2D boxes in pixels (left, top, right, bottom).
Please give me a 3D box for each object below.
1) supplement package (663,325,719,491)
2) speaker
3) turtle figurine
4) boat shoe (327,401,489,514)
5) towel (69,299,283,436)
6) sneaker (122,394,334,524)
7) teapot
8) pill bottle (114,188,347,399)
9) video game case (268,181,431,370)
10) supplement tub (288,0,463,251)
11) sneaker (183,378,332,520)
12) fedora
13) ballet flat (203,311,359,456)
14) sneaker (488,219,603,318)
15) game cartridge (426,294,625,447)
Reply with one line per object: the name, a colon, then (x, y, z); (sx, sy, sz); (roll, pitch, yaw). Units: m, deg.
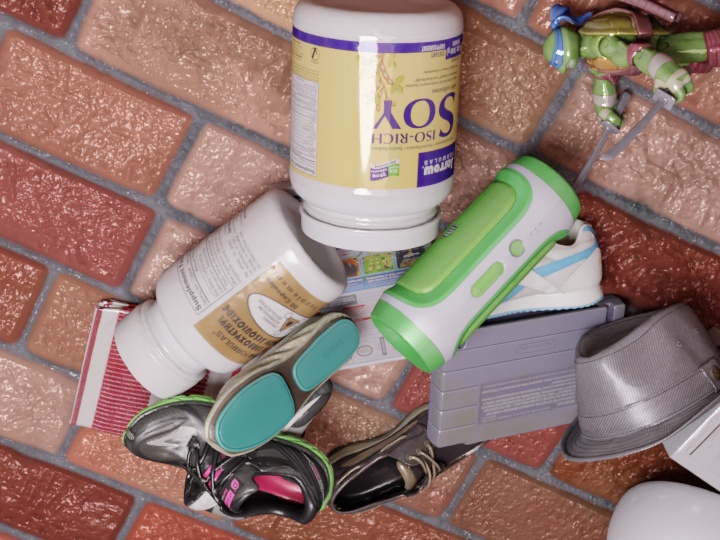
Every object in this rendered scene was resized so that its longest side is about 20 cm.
supplement package: (0.401, 0.170, 1.365); (0.200, 0.110, 0.114); (35, 108, -18)
speaker: (0.102, -0.007, 1.201); (0.200, 0.088, 0.088); (-46, 112, -10)
turtle figurine: (0.262, -0.153, 1.189); (0.193, 0.201, 0.144); (-10, 150, -4)
boat shoe: (0.052, 0.194, 1.371); (0.199, 0.073, 0.075); (-29, 114, 9)
towel: (-0.174, 0.112, 1.347); (0.199, 0.023, 0.145); (14, 114, -9)
sneaker: (-0.119, 0.174, 1.241); (0.199, 0.084, 0.077); (17, 118, -5)
teapot: (0.325, 0.313, 1.371); (0.197, 0.146, 0.200); (13, 155, 30)
pill bottle: (-0.121, 0.027, 1.241); (0.200, 0.114, 0.114); (-36, 113, 14)
video game case: (0.000, 0.000, 1.308); (0.143, 0.018, 0.201); (-10, 116, 1)
supplement tub: (0.012, -0.131, 1.170); (0.145, 0.145, 0.201); (0, 110, -4)
sneaker: (-0.090, 0.170, 1.334); (0.079, 0.074, 0.200); (30, 118, -26)
fedora: (0.258, 0.090, 1.267); (0.200, 0.177, 0.091); (-29, 97, -35)
ballet flat: (-0.079, 0.104, 1.251); (0.200, 0.062, 0.068); (-35, 115, -37)
sneaker: (0.129, 0.000, 1.286); (0.199, 0.077, 0.081); (-8, 101, -13)
game cartridge: (0.159, 0.097, 1.326); (0.199, 0.038, 0.130); (-8, 121, -23)
